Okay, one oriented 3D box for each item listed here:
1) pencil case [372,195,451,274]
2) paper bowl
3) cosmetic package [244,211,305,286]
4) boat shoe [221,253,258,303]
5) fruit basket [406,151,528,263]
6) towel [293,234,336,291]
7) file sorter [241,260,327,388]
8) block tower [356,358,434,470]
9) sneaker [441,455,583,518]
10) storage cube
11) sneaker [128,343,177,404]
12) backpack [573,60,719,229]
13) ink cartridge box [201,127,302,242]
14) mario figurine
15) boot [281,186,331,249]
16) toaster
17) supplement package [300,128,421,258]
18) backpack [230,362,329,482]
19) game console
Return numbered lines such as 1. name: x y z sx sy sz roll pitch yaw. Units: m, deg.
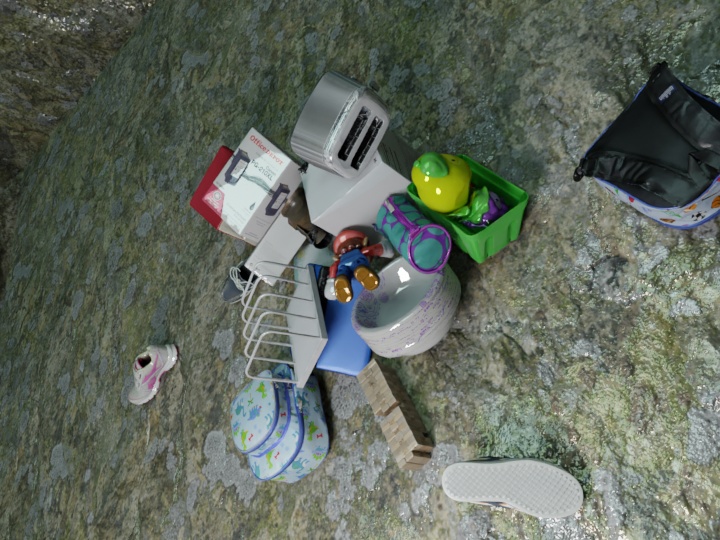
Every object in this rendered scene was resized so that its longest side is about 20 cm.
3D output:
1. pencil case: 0.088 -0.067 1.122 0.085 0.093 0.200 -39 26 1
2. paper bowl: 0.089 0.067 1.132 0.199 0.105 0.202 -33 25 18
3. cosmetic package: -0.175 -0.075 1.463 0.201 0.084 0.108 -53 8 3
4. boat shoe: -0.280 0.013 1.574 0.199 0.062 0.075 -39 92 19
5. fruit basket: 0.168 -0.138 1.090 0.154 0.217 0.216 -32 42 -13
6. towel: -0.070 0.008 1.394 0.170 0.048 0.203 -30 53 29
7. file sorter: -0.156 0.097 1.237 0.140 0.123 0.202 -61 29 34
8. block tower: 0.062 0.253 1.138 0.054 0.057 0.201 -46 47 19
9. sneaker: 0.223 0.312 0.940 0.197 0.079 0.080 3 78 20
10. storage cube: -0.290 -0.176 1.608 0.179 0.170 0.202 35 96 46
11. sneaker: -0.588 0.276 1.750 0.202 0.088 0.081 -57 43 9
12. backpack: 0.434 -0.152 0.887 0.201 0.153 0.191 -55 35 19
13. ink cartridge box: -0.233 -0.190 1.418 0.144 0.084 0.201 40 97 25
14. mario figurine: 0.000 0.000 1.185 0.201 0.121 0.108 -89 8 -66
15. boot: -0.101 -0.104 1.306 0.097 0.200 0.075 41 85 6
16. toaster: -0.038 -0.249 1.138 0.129 0.113 0.202 32 92 45
17. supplement package: 0.021 -0.163 1.268 0.190 0.199 0.149 -37 49 26
18. backpack: -0.165 0.309 1.270 0.183 0.146 0.202 -42 49 25
19. game console: -0.054 0.097 1.303 0.170 0.117 0.204 -170 91 -67
